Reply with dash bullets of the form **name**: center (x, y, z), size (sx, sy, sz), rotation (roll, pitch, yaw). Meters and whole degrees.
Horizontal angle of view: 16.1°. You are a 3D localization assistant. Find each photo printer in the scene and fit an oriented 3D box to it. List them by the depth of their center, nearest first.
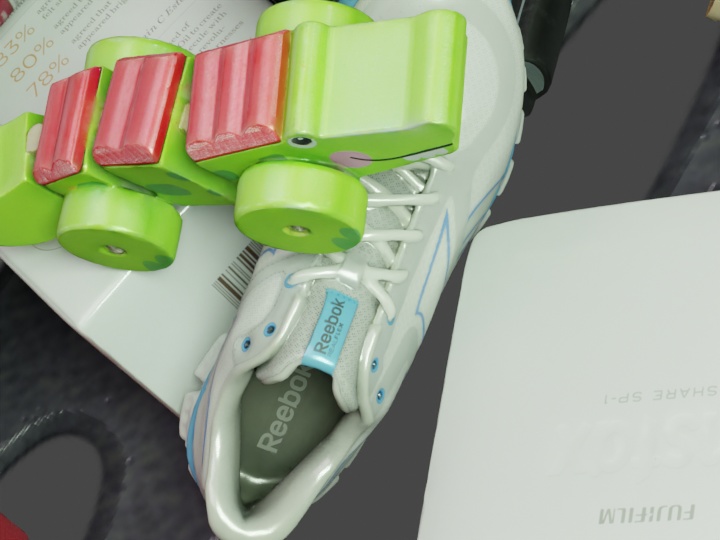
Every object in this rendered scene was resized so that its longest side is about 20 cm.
- **photo printer**: center (0.095, 0.076, 0.725), size (0.166, 0.069, 0.201), rotation (-6, 57, 30)

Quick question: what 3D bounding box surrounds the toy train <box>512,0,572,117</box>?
- **toy train**: center (0.067, -0.139, 0.911), size (0.046, 0.034, 0.201), rotation (-1, 60, 30)

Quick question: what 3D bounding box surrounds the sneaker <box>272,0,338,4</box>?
- **sneaker**: center (-0.015, -0.125, 0.830), size (0.075, 0.200, 0.077), rotation (38, 97, 9)

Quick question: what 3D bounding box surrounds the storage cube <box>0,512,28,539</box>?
- **storage cube**: center (-0.212, 0.144, 0.797), size (0.170, 0.200, 0.180), rotation (-28, 43, 15)

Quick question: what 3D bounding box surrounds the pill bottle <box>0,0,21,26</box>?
- **pill bottle**: center (-0.184, -0.091, 0.859), size (0.109, 0.110, 0.200), rotation (32, 82, 42)

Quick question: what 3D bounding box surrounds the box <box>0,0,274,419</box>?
- **box**: center (-0.082, -0.049, 0.905), size (0.124, 0.097, 0.200), rotation (-47, 48, -3)

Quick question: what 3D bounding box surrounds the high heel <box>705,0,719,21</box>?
- **high heel**: center (0.184, -0.137, 0.833), size (0.096, 0.067, 0.200), rotation (22, 51, 3)

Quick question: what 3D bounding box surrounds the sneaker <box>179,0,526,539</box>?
- **sneaker**: center (0.000, 0.000, 0.782), size (0.087, 0.075, 0.201), rotation (-86, 15, -75)

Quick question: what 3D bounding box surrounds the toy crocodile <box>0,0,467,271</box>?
- **toy crocodile**: center (-0.049, -0.042, 0.758), size (0.199, 0.062, 0.068), rotation (-7, 67, 42)
